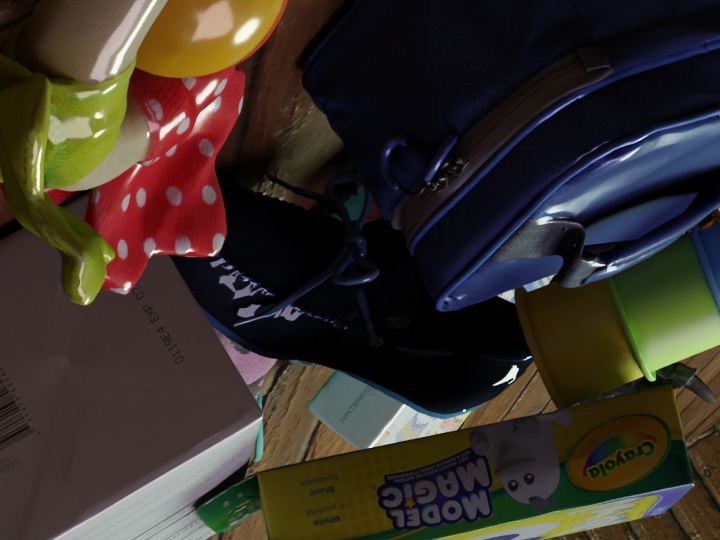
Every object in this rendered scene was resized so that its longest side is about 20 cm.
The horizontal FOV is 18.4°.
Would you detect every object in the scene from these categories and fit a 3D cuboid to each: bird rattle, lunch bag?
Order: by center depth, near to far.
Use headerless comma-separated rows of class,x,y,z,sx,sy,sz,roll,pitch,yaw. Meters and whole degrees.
bird rattle,-0.058,-0.063,0.637,0.163,0.113,0.200,-53,165,13
lunch bag,0.085,-0.067,0.856,0.199,0.133,0.136,-21,163,-43

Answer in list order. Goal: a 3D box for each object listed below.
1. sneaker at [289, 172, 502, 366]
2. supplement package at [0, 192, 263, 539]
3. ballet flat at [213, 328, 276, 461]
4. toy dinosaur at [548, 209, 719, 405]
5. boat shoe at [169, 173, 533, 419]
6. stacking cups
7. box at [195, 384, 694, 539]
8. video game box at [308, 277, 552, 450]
sneaker,0.020,0.006,1.053,0.079,0.096,0.200,-19,162,-39
supplement package,-0.119,0.066,0.911,0.109,0.114,0.200,-29,167,-15
ballet flat,-0.074,0.044,1.068,0.071,0.070,0.200,-9,157,-14
toy dinosaur,0.124,-0.009,1.029,0.102,0.200,0.136,-30,125,-4
boat shoe,0.000,0.000,0.945,0.068,0.085,0.199,-30,146,34
stacking cups,0.164,-0.005,0.927,0.199,0.061,0.060,-25,168,12
box,0.034,0.096,0.932,0.198,0.049,0.117,-10,168,0
video game box,0.057,0.028,1.220,0.182,0.047,0.200,-49,167,-2
